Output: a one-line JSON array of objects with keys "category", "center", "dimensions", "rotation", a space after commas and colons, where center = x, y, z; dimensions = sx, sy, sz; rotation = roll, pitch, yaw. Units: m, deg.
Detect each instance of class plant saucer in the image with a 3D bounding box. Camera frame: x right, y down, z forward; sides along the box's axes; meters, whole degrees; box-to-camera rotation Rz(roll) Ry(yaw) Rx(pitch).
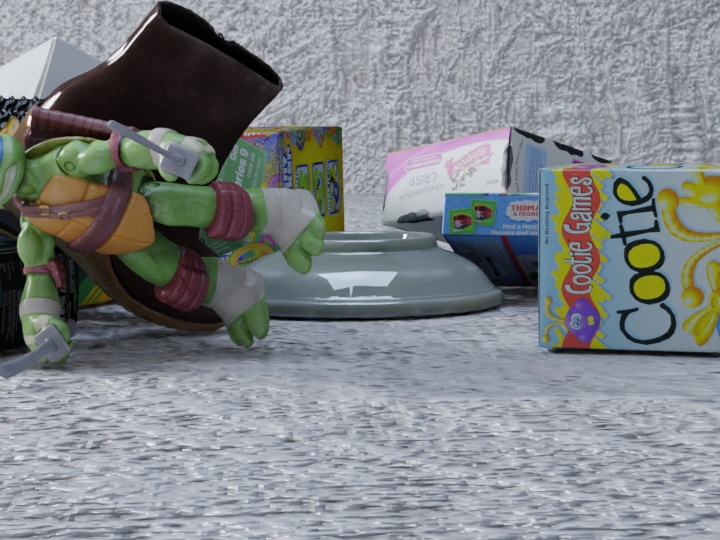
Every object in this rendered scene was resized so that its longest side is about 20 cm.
[{"category": "plant saucer", "center": [0.000, 0.000, 1.497], "dimensions": [0.199, 0.050, 0.200], "rotation": [-1, 4, 0]}]

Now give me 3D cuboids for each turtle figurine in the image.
[{"category": "turtle figurine", "center": [-0.116, -0.005, 1.159], "dimensions": [0.193, 0.145, 0.200], "rotation": [15, 2, -33]}]

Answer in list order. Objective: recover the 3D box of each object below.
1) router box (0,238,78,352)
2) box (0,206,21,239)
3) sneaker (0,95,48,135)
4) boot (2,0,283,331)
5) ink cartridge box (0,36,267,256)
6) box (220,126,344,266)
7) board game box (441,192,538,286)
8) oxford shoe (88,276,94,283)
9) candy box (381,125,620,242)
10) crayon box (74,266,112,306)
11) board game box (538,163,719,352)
[{"category": "router box", "center": [-0.288, 0.014, 1.276], "dimensions": [0.199, 0.062, 0.150], "rotation": [0, 5, 16]}, {"category": "box", "center": [-0.303, -0.048, 1.349], "dimensions": [0.160, 0.044, 0.200], "rotation": [-18, -39, 39]}, {"category": "sneaker", "center": [-0.211, -0.061, 1.414], "dimensions": [0.199, 0.090, 0.070], "rotation": [8, 47, 12]}, {"category": "boot", "center": [-0.102, -0.055, 1.276], "dimensions": [0.166, 0.073, 0.200], "rotation": [-38, -52, 23]}, {"category": "ink cartridge box", "center": [-0.193, -0.078, 1.607], "dimensions": [0.200, 0.088, 0.145], "rotation": [26, -27, -31]}, {"category": "box", "center": [-0.133, -0.059, 1.829], "dimensions": [0.199, 0.123, 0.193], "rotation": [0, 6, 14]}, {"category": "board game box", "center": [0.170, -0.020, 1.542], "dimensions": [0.199, 0.037, 0.151], "rotation": [1, -14, 13]}, {"category": "oxford shoe", "center": [-0.176, -0.044, 1.460], "dimensions": [0.200, 0.075, 0.070], "rotation": [34, 17, 31]}, {"category": "candy box", "center": [0.134, -0.051, 1.638], "dimensions": [0.200, 0.061, 0.136], "rotation": [14, -15, -41]}, {"category": "crayon box", "center": [-0.242, -0.002, 1.555], "dimensions": [0.125, 0.052, 0.200], "rotation": [1, 4, 22]}, {"category": "board game box", "center": [0.209, -0.009, 1.217], "dimensions": [0.199, 0.104, 0.105], "rotation": [1, 5, 20]}]
